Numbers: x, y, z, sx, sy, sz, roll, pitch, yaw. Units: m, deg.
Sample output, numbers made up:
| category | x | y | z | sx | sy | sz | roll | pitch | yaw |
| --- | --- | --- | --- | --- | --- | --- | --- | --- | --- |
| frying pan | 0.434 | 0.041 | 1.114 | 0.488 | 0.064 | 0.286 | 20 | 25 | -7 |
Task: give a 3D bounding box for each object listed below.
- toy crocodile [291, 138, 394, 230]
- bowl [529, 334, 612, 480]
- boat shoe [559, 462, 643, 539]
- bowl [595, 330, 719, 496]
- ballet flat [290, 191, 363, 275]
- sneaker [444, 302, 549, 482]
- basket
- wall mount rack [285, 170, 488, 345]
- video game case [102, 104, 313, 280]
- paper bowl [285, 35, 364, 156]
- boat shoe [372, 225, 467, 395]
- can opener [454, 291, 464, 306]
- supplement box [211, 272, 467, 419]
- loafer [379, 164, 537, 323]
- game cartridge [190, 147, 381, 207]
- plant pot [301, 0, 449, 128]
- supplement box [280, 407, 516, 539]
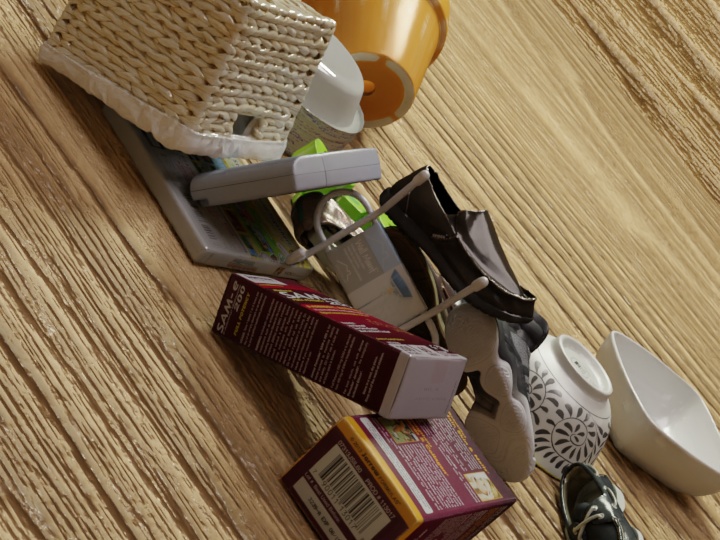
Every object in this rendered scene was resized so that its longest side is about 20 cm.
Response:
| category | x | y | z | sx | sy | sz | roll | pitch | yaw |
| --- | --- | --- | --- | --- | --- | --- | --- | --- | --- |
| toy crocodile | -0.010 | -0.057 | 1.784 | 0.200 | 0.067 | 0.062 | 51 | 20 | 10 |
| bowl | 0.224 | 0.136 | 1.852 | 0.200 | 0.094 | 0.201 | 38 | 23 | -19 |
| boat shoe | 0.243 | 0.265 | 1.693 | 0.060 | 0.076 | 0.200 | 42 | 9 | -13 |
| bowl | 0.374 | 0.192 | 2.069 | 0.200 | 0.075 | 0.200 | 36 | 23 | -29 |
| ballet flat | 0.000 | 0.000 | 1.701 | 0.200 | 0.068 | 0.067 | 38 | 26 | -23 |
| sneaker | 0.156 | 0.110 | 1.675 | 0.114 | 0.075 | 0.201 | -35 | 114 | -49 |
| basket | -0.161 | -0.219 | 1.579 | 0.200 | 0.161 | 0.198 | 34 | 14 | 21 |
| wall mount rack | 0.030 | -0.002 | 1.582 | 0.201 | 0.173 | 0.075 | 61 | 17 | 5 |
| video game case | -0.150 | -0.079 | 1.616 | 0.182 | 0.023 | 0.200 | 11 | 40 | -57 |
| paper bowl | -0.076 | -0.229 | 1.921 | 0.200 | 0.104 | 0.201 | 40 | 22 | -20 |
| boat shoe | 0.062 | 0.034 | 1.682 | 0.201 | 0.072 | 0.072 | 63 | 25 | -22 |
| can opener | 0.106 | 0.049 | 1.825 | 0.063 | 0.079 | 0.200 | 29 | 13 | -2 |
| supplement box | -0.019 | 0.066 | 1.431 | 0.199 | 0.061 | 0.109 | 23 | 7 | 30 |
| loafer | 0.104 | -0.028 | 1.600 | 0.200 | 0.071 | 0.073 | 45 | 17 | 14 |
| game cartridge | -0.062 | -0.093 | 1.596 | 0.200 | 0.133 | 0.042 | -15 | 92 | -65 |
| plant pot | 0.013 | -0.291 | 2.110 | 0.200 | 0.200 | 0.184 | 36 | 39 | -27 |
| supplement box | 0.037 | 0.188 | 1.403 | 0.111 | 0.086 | 0.200 | 54 | 22 | 20 |
